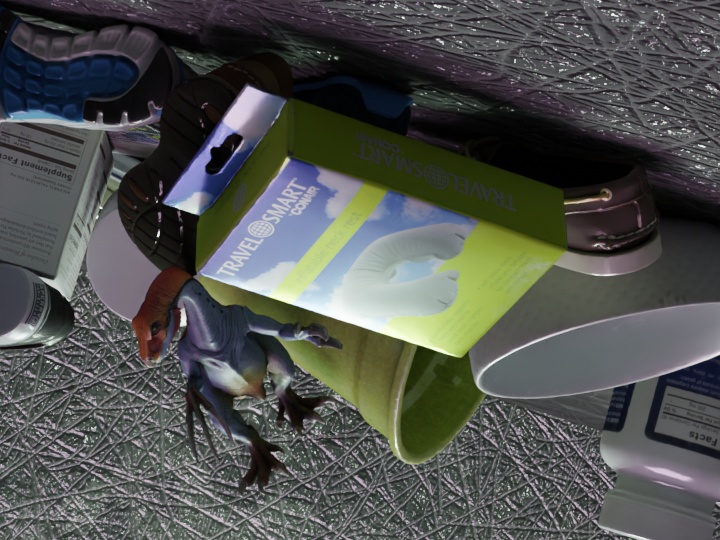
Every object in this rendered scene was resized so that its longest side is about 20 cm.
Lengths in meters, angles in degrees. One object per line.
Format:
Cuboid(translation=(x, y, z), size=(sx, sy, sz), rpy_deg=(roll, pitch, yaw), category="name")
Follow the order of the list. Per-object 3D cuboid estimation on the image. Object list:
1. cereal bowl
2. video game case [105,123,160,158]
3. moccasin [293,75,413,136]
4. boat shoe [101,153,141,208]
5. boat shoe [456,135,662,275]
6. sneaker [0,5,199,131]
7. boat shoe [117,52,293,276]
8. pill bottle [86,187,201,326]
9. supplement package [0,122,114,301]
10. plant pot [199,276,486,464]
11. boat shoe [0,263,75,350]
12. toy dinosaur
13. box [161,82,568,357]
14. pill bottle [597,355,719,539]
Cuboid(translation=(0.162, 0.015, 1.410), size=(0.198, 0.084, 0.200), rpy_deg=(-11, 165, -3), category="cereal bowl")
Cuboid(translation=(-0.187, -0.116, 1.507), size=(0.199, 0.036, 0.181), rpy_deg=(11, 172, 41), category="video game case")
Cuboid(translation=(-0.024, -0.072, 1.319), size=(0.080, 0.069, 0.200), rpy_deg=(16, 174, -7), category="moccasin")
Cuboid(translation=(-0.241, -0.080, 1.854), size=(0.199, 0.063, 0.072), rpy_deg=(22, 171, -41), category="boat shoe")
Cuboid(translation=(0.088, -0.048, 1.297), size=(0.199, 0.060, 0.072), rpy_deg=(15, -145, 39), category="boat shoe")
Cuboid(translation=(-0.180, -0.115, 1.343), size=(0.199, 0.076, 0.087), rpy_deg=(13, 179, 28), category="sneaker")
Cuboid(translation=(-0.085, -0.062, 1.301), size=(0.076, 0.074, 0.200), rpy_deg=(48, 149, 5), category="boat shoe")
Cuboid(translation=(-0.127, -0.023, 1.587), size=(0.112, 0.114, 0.200), rpy_deg=(15, -168, 10), category="pill bottle")
Cuboid(translation=(-0.284, -0.066, 1.519), size=(0.199, 0.112, 0.156), rpy_deg=(18, 172, -1), category="supplement package")
Cuboid(translation=(0.000, 0.000, 1.475), size=(0.183, 0.201, 0.200), rpy_deg=(26, 178, 21), category="plant pot")
Cuboid(translation=(-0.279, 0.023, 1.475), size=(0.199, 0.069, 0.057), rpy_deg=(8, 168, 34), category="boat shoe")
Cuboid(translation=(-0.096, 0.058, 1.366), size=(0.200, 0.105, 0.182), rpy_deg=(24, 155, 53), category="toy dinosaur")
Cuboid(translation=(0.001, -0.025, 1.221), size=(0.199, 0.048, 0.122), rpy_deg=(18, 139, -22), category="box")
Cuboid(translation=(0.237, 0.099, 1.583), size=(0.110, 0.202, 0.111), rpy_deg=(16, 174, 2), category="pill bottle")
